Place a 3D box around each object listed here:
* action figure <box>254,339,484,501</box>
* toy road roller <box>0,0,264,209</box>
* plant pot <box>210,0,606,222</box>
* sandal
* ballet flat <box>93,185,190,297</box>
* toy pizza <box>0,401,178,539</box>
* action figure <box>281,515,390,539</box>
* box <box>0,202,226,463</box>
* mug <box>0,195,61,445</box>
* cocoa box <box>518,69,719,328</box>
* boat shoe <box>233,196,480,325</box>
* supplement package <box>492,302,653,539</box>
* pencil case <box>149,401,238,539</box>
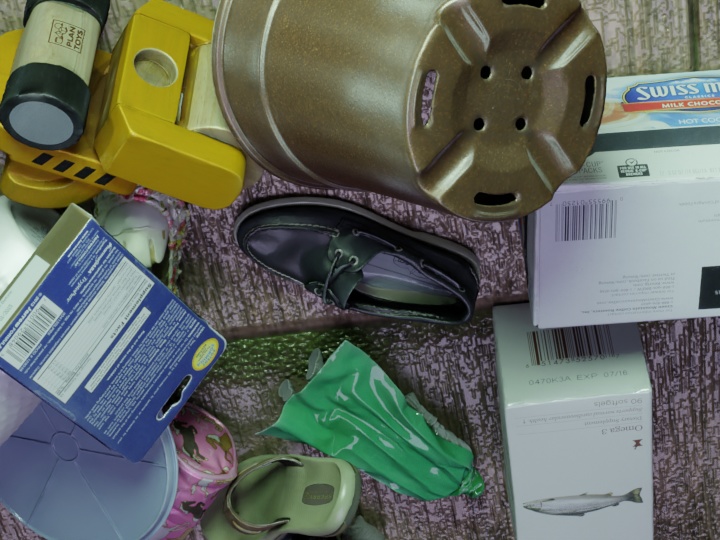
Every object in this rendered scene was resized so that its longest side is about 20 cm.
[{"bbox_3d":[0.026,0.139,1.542,0.200,0.055,0.118,34,119,-23],"label":"action figure"},{"bbox_3d":[-0.170,-0.104,1.286,0.199,0.123,0.146,18,142,-17],"label":"toy road roller"},{"bbox_3d":[0.039,-0.125,1.170,0.199,0.198,0.202,-12,112,-30],"label":"plant pot"},{"bbox_3d":[-0.075,0.183,1.525,0.057,0.080,0.201,16,159,-34],"label":"sandal"},{"bbox_3d":[-0.164,-0.007,1.401,0.075,0.064,0.201,-4,130,-3],"label":"ballet flat"},{"bbox_3d":[-0.231,0.136,1.499,0.199,0.032,0.201,10,116,21],"label":"toy pizza"},{"bbox_3d":[-0.033,0.307,1.617,0.104,0.194,0.200,23,161,27],"label":"action figure"},{"bbox_3d":[-0.185,0.052,1.342,0.121,0.032,0.200,-53,141,-9],"label":"box"},{"bbox_3d":[-0.299,0.018,1.375,0.200,0.148,0.175,43,105,-3],"label":"mug"},{"bbox_3d":[0.216,-0.054,1.336,0.199,0.132,0.134,-4,131,0],"label":"cocoa box"},{"bbox_3d":[-0.001,0.002,1.415,0.198,0.066,0.075,18,128,-18],"label":"boat shoe"},{"bbox_3d":[0.173,0.133,1.504,0.116,0.118,0.201,-7,131,2],"label":"supplement package"},{"bbox_3d":[-0.183,0.195,1.562,0.086,0.083,0.200,17,129,-35],"label":"pencil case"}]
